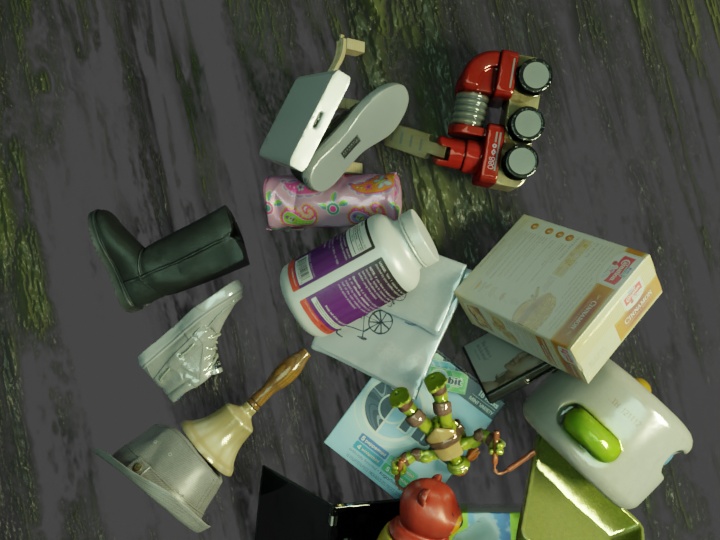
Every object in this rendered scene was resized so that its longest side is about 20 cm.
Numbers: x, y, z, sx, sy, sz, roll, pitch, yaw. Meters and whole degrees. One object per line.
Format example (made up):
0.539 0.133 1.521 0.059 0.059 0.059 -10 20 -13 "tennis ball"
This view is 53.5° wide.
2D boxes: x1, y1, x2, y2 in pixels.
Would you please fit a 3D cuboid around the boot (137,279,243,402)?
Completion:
-0.226 0.106 1.047 0.200 0.074 0.096 -39 90 13 "boot"

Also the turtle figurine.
0.117 0.213 0.944 0.199 0.064 0.162 -19 110 22 "turtle figurine"

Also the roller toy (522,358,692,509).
0.314 0.191 0.910 0.182 0.200 0.140 42 93 -19 "roller toy"

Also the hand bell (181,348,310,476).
-0.149 0.188 1.034 0.200 0.104 0.104 -43 83 -9 "hand bell"

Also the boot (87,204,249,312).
-0.281 -0.048 1.053 0.199 0.066 0.165 -23 94 10 "boot"

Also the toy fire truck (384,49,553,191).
0.141 -0.210 0.987 0.199 0.129 0.177 10 89 -2 "toy fire truck"

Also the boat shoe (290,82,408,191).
-0.017 -0.191 0.982 0.200 0.069 0.057 -45 49 -14 "boat shoe"

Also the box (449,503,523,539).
0.192 0.387 0.988 0.199 0.048 0.123 -3 88 8 "box"

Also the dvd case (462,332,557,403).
0.238 0.090 0.945 0.200 0.143 0.018 -30 109 6 "dvd case"

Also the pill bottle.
0.000 0.000 0.953 0.199 0.112 0.113 -28 85 13 "pill bottle"

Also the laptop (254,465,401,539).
-0.039 0.382 1.013 0.199 0.116 0.188 2 107 -20 "laptop"

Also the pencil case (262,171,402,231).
-0.040 -0.097 1.016 0.199 0.087 0.088 -1 88 8 "pencil case"

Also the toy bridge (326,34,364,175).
-0.029 -0.239 1.027 0.067 0.027 0.201 1 89 -34 "toy bridge"

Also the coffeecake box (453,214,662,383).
0.243 0.027 0.901 0.154 0.200 0.073 -46 127 -13 "coffeecake box"

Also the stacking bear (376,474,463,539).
0.072 0.364 0.921 0.113 0.121 0.201 21 102 26 "stacking bear"

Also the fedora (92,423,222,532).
-0.270 0.278 1.006 0.200 0.177 0.090 18 61 40 "fedora"

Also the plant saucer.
0.273 0.338 0.908 0.200 0.200 0.048 42 120 -2 "plant saucer"

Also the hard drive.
-0.081 -0.204 0.971 0.026 0.200 0.132 27 93 -22 "hard drive"

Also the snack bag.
0.034 0.054 1.000 0.188 0.021 0.201 23 88 25 "snack bag"

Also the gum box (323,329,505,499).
0.075 0.212 1.009 0.170 0.045 0.200 36 94 7 "gum box"
